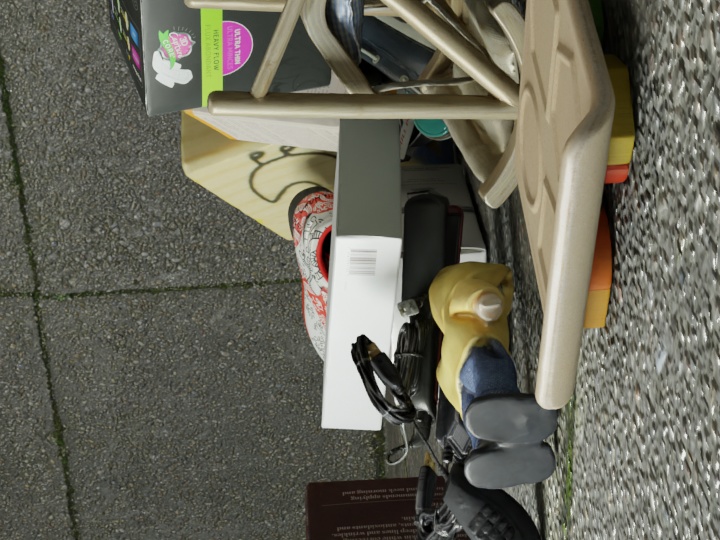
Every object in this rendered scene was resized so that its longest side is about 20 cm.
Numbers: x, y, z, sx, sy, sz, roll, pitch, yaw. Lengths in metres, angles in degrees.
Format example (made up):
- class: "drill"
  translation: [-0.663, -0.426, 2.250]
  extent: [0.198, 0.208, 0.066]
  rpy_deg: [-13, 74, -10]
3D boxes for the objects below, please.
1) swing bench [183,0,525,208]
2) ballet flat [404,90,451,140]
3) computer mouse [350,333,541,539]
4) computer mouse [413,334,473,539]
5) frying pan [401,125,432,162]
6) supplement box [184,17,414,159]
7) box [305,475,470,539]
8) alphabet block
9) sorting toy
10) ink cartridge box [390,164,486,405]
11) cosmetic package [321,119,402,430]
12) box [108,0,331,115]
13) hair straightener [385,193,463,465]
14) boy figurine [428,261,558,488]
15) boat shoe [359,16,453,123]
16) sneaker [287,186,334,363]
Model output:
- class: "swing bench"
  translation: [0.009, -0.160, 0.893]
  extent: [0.130, 0.200, 0.199]
  rpy_deg: [-65, 22, 22]
- class: "ballet flat"
  translation: [0.072, -0.206, 1.140]
  extent: [0.064, 0.067, 0.200]
  rpy_deg: [-34, -54, -59]
- class: "computer mouse"
  translation: [0.061, 0.121, 0.957]
  extent: [0.200, 0.034, 0.059]
  rpy_deg: [53, -160, 7]
- class: "computer mouse"
  translation: [0.079, 0.113, 1.080]
  extent: [0.140, 0.046, 0.200]
  rpy_deg: [114, 163, -63]
- class: "frying pan"
  translation: [0.049, -0.121, 1.235]
  extent: [0.115, 0.031, 0.190]
  rpy_deg: [-130, 62, -76]
- class: "supplement box"
  translation: [-0.042, -0.173, 1.240]
  extent: [0.074, 0.200, 0.126]
  rpy_deg: [28, -104, -53]
- class: "box"
  translation: [0.037, 0.301, 1.237]
  extent: [0.200, 0.166, 0.164]
  rpy_deg: [-94, 3, -60]
- class: "alphabet block"
  translation: [-0.042, -0.170, 1.404]
  extent: [0.195, 0.200, 0.197]
  rpy_deg: [34, -134, -50]
- class: "sorting toy"
  translation: [0.100, -0.064, 0.684]
  extent: [0.185, 0.036, 0.200]
  rpy_deg: [89, -178, -47]
- class: "ink cartridge box"
  translation: [0.061, 0.008, 1.273]
  extent: [0.200, 0.083, 0.147]
  rpy_deg: [-96, 3, -65]
- class: "cosmetic package"
  translation: [0.000, 0.000, 1.093]
  extent: [0.151, 0.052, 0.200]
  rpy_deg: [-92, 5, -47]
- class: "box"
  translation: [-0.104, -0.235, 1.037]
  extent: [0.124, 0.148, 0.200]
  rpy_deg: [-119, 23, -43]
- class: "hair straightener"
  translation: [0.035, 0.041, 1.038]
  extent: [0.077, 0.041, 0.200]
  rpy_deg: [26, -108, -62]
- class: "boy figurine"
  translation: [0.083, 0.061, 0.947]
  extent: [0.200, 0.064, 0.125]
  rpy_deg: [-94, 1, -61]
- class: "boat shoe"
  translation: [0.015, -0.165, 1.101]
  extent: [0.075, 0.200, 0.062]
  rpy_deg: [24, -85, -58]
- class: "sneaker"
  translation: [-0.013, 0.030, 1.289]
  extent: [0.108, 0.067, 0.202]
  rpy_deg: [-133, 27, -66]
